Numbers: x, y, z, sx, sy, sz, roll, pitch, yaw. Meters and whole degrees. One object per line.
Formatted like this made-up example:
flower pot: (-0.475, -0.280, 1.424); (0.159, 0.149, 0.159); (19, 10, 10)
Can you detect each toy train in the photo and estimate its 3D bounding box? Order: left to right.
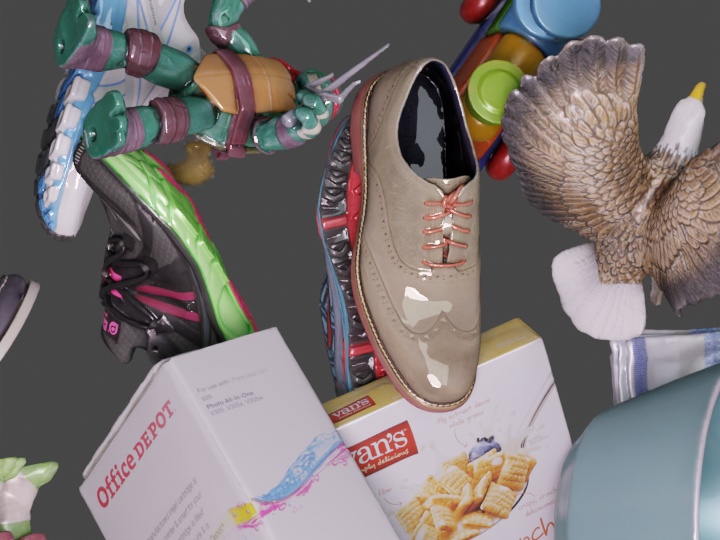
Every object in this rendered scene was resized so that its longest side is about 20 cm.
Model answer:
toy train: (0.068, -0.092, 1.744); (0.085, 0.116, 0.200); (36, 78, -5)

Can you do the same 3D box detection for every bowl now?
bowl: (0.180, 0.151, 1.695); (0.105, 0.201, 0.201); (-4, 83, 25)

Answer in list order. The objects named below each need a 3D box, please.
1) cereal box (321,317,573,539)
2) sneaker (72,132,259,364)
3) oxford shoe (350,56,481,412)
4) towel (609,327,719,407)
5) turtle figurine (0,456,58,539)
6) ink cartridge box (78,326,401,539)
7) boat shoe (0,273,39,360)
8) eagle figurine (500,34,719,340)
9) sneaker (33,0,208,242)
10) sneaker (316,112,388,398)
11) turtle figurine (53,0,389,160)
cereal box: (0.061, 0.143, 1.713); (0.144, 0.040, 0.200); (-24, 118, -12)
sneaker: (-0.118, 0.010, 1.694); (0.084, 0.077, 0.200); (-27, 113, -1)
oxford shoe: (0.035, -0.022, 1.638); (0.070, 0.075, 0.200); (-7, 81, -21)
towel: (0.251, 0.105, 1.807); (0.200, 0.024, 0.147); (-2, 85, -12)
turtle figurine: (-0.166, 0.201, 1.655); (0.144, 0.200, 0.194); (-1, 78, -45)
ink cartridge box: (-0.059, 0.155, 1.642); (0.087, 0.145, 0.200); (-18, 66, -38)
boat shoe: (-0.264, 0.071, 1.684); (0.063, 0.073, 0.200); (41, 83, -8)
eagle figurine: (0.169, -0.047, 1.714); (0.152, 0.200, 0.151); (-11, 80, 13)
sneaker: (-0.134, -0.108, 1.731); (0.087, 0.075, 0.200); (19, 81, -15)
sneaker: (0.000, 0.000, 1.727); (0.079, 0.096, 0.200); (-5, 98, -22)
turtle figurine: (-0.069, -0.109, 1.675); (0.200, 0.101, 0.150); (-4, 41, -32)
